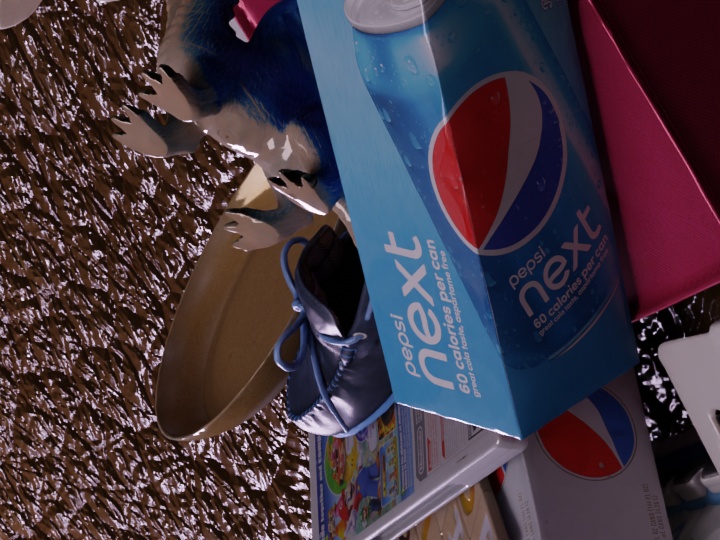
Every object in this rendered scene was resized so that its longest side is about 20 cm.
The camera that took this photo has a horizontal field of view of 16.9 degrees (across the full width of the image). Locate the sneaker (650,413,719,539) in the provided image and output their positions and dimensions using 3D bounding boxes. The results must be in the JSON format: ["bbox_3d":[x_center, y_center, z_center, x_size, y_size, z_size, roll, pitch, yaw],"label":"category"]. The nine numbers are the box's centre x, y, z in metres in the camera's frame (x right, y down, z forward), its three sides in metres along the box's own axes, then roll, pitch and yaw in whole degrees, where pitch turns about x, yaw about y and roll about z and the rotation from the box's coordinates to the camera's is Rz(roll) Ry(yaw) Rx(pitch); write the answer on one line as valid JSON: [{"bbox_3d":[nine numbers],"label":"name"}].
[{"bbox_3d":[0.148,0.125,1.167,0.087,0.075,0.200,55,151,-11],"label":"sneaker"}]

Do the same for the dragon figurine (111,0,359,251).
[{"bbox_3d":[-0.023,-0.063,0.890,0.200,0.099,0.059,38,144,-1],"label":"dragon figurine"}]

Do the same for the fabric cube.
[{"bbox_3d":[0.106,-0.095,0.929,0.196,0.199,0.200,59,148,0],"label":"fabric cube"}]

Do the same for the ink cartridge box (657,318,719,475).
[{"bbox_3d":[0.226,0.048,1.002,0.200,0.067,0.117,-20,98,55],"label":"ink cartridge box"}]

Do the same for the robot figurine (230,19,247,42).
[{"bbox_3d":[-0.008,-0.131,1.119,0.125,0.150,0.200,-21,101,11],"label":"robot figurine"}]

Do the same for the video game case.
[{"bbox_3d":[0.021,0.047,1.137,0.200,0.018,0.143,137,135,-56],"label":"video game case"}]

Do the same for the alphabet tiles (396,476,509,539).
[{"bbox_3d":[0.038,0.136,1.149,0.200,0.008,0.167,-106,20,-45],"label":"alphabet tiles"}]

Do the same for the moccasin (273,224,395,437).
[{"bbox_3d":[0.000,0.000,1.091,0.200,0.068,0.081,120,149,-41],"label":"moccasin"}]

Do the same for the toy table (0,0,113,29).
[{"bbox_3d":[-0.139,-0.214,1.241,0.200,0.117,0.184,35,139,35],"label":"toy table"}]

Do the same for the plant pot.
[{"bbox_3d":[-0.044,0.001,1.247,0.027,0.200,0.200,28,152,-18],"label":"plant pot"}]

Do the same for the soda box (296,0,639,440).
[{"bbox_3d":[0.034,-0.048,0.822,0.068,0.064,0.200,15,127,48],"label":"soda box"}]

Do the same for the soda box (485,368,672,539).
[{"bbox_3d":[0.084,0.056,1.117,0.064,0.068,0.200,124,142,-54],"label":"soda box"}]
